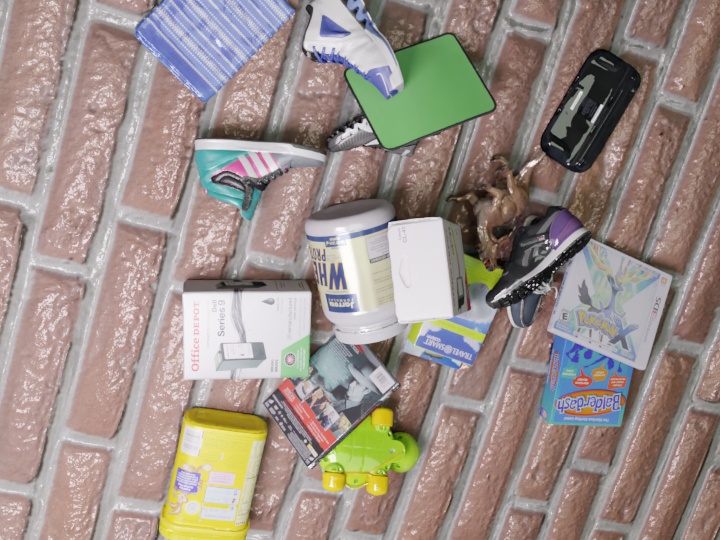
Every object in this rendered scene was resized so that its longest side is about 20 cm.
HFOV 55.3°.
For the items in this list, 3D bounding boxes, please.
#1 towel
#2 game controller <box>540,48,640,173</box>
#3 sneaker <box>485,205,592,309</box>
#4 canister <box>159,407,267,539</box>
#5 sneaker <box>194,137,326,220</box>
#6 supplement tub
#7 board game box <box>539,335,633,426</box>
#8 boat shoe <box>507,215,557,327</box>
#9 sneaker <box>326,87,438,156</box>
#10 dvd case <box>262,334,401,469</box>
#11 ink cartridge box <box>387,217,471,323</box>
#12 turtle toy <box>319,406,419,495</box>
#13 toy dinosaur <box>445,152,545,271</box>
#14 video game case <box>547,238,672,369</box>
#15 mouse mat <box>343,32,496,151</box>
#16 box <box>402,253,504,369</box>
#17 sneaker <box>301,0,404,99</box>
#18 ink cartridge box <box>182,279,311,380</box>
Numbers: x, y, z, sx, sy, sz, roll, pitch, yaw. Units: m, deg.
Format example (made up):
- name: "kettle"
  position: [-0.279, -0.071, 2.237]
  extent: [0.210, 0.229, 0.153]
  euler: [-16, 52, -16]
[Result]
- name: "towel"
  position: [-0.215, -0.368, 1.015]
  extent: [0.200, 0.024, 0.145]
  euler: [-45, 108, 1]
- name: "game controller"
  position: [0.390, -0.270, 1.166]
  extent: [0.104, 0.042, 0.201]
  euler: [30, 95, -2]
- name: "sneaker"
  position: [0.274, -0.022, 1.128]
  extent: [0.200, 0.076, 0.088]
  euler: [-40, 64, 6]
- name: "canister"
  position: [-0.241, 0.340, 1.143]
  extent: [0.148, 0.087, 0.201]
  euler: [11, 99, -15]
- name: "sneaker"
  position: [-0.153, -0.136, 1.049]
  extent: [0.199, 0.084, 0.122]
  euler: [2, 98, -5]
- name: "supplement tub"
  position: [0.000, 0.000, 1.083]
  extent: [0.144, 0.145, 0.201]
  euler: [-14, 105, -9]
- name: "board game box"
  position: [0.425, 0.187, 1.271]
  extent: [0.151, 0.045, 0.201]
  euler: [4, 102, -13]
- name: "boat shoe"
  position: [0.305, 0.007, 1.187]
  extent: [0.075, 0.062, 0.201]
  euler: [2, 101, -46]
- name: "sneaker"
  position: [0.046, -0.214, 1.084]
  extent: [0.199, 0.066, 0.091]
  euler: [-25, 104, -8]
- name: "dvd case"
  position: [-0.050, 0.205, 1.135]
  extent: [0.200, 0.146, 0.022]
  euler: [-44, 150, 1]
- name: "ink cartridge box"
  position: [0.109, 0.001, 1.050]
  extent: [0.085, 0.200, 0.149]
  euler: [-7, 88, 15]
- name: "turtle toy"
  position: [0.010, 0.307, 1.178]
  extent: [0.199, 0.101, 0.147]
  euler: [10, 75, -13]
- name: "toy dinosaur"
  position: [0.239, -0.105, 1.146]
  extent: [0.200, 0.086, 0.136]
  euler: [-43, 109, -6]
- name: "video game case"
  position: [0.447, 0.057, 1.225]
  extent: [0.199, 0.022, 0.183]
  euler: [22, 81, -11]
- name: "mouse mat"
  position: [0.091, -0.278, 1.058]
  extent: [0.199, 0.008, 0.162]
  euler: [-23, 72, -10]
- name: "box"
  position: [0.166, 0.072, 1.188]
  extent: [0.121, 0.048, 0.201]
  euler: [20, 97, -15]
- name: "sneaker"
  position: [-0.022, -0.331, 1.031]
  extent: [0.115, 0.081, 0.200]
  euler: [-31, 87, 6]
- name: "ink cartridge box"
  position: [-0.183, 0.094, 1.097]
  extent: [0.199, 0.084, 0.147]
  euler: [0, 103, -12]
